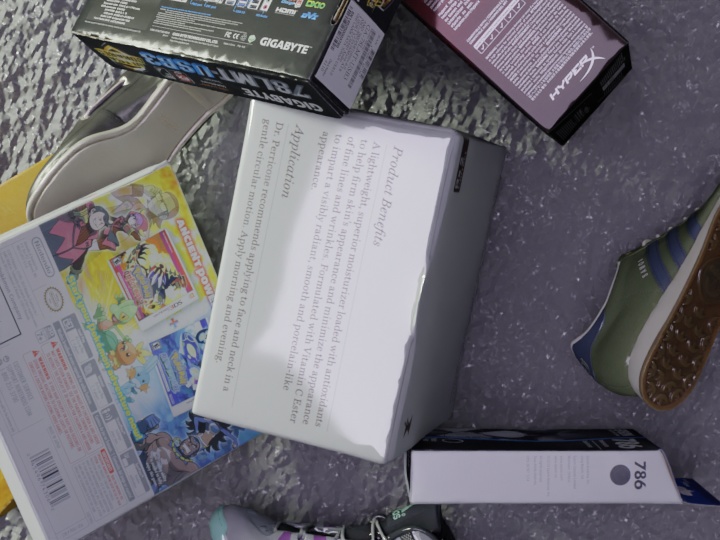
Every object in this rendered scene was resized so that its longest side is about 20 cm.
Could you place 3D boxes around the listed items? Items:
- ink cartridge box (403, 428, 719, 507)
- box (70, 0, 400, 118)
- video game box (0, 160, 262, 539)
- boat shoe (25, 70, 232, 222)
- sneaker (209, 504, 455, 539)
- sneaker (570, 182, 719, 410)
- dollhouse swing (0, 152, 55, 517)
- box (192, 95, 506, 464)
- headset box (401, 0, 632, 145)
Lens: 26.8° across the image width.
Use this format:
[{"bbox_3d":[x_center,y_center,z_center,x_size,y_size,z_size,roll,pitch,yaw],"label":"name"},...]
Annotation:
[{"bbox_3d":[0.128,0.126,0.979,0.198,0.099,0.040,1,92,-1],"label":"ink cartridge box"},{"bbox_3d":[-0.053,-0.202,0.899,0.199,0.050,0.199,15,74,36],"label":"box"},{"bbox_3d":[-0.170,0.054,1.001,0.182,0.047,0.201,-27,102,-27],"label":"video game box"},{"bbox_3d":[-0.156,-0.101,1.058,0.200,0.057,0.067,-43,122,-1],"label":"boat shoe"},{"bbox_3d":[0.006,0.184,1.045,0.199,0.078,0.140,33,98,0],"label":"sneaker"},{"bbox_3d":[0.207,-0.006,0.988,0.067,0.090,0.201,43,74,-33],"label":"sneaker"},{"bbox_3d":[-0.236,0.036,1.108,0.200,0.175,0.182,54,143,5],"label":"dollhouse swing"},{"bbox_3d":[0.000,0.000,0.969,0.130,0.200,0.200,13,95,13],"label":"box"},{"bbox_3d":[0.076,-0.176,0.969,0.200,0.149,0.075,43,99,6],"label":"headset box"}]
